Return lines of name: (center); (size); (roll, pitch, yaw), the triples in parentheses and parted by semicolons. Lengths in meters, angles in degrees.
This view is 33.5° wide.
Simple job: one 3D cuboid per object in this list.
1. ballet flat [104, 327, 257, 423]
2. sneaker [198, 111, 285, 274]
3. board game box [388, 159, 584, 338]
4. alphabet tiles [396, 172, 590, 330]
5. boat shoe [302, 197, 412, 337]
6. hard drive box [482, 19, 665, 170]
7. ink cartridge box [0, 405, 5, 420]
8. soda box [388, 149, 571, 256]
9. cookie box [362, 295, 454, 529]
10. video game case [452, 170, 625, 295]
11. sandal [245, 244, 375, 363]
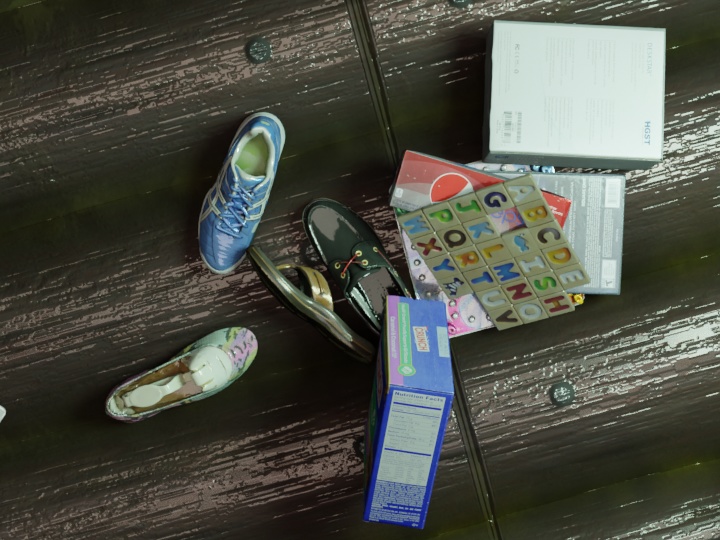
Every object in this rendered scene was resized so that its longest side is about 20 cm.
ballet flat: (-0.215, 0.131, 1.431); (0.200, 0.071, 0.069); (-25, 95, 2)
sneaker: (-0.145, -0.091, 1.406); (0.076, 0.077, 0.201); (16, 97, -4)
board game box: (0.154, -0.031, 1.441); (0.199, 0.026, 0.201); (-15, 96, 1)
alphabet tiles: (0.159, -0.012, 1.364); (0.167, 0.008, 0.200); (-17, 125, 27)
boat shoe: (0.002, -0.002, 1.426); (0.074, 0.063, 0.202); (-35, 94, 5)
hard drive box: (0.245, -0.201, 1.386); (0.199, 0.077, 0.156); (3, 85, 0)
ink cartridge box: (-0.533, 0.225, 1.439); (0.116, 0.067, 0.200); (34, 95, -3)
soda box: (0.135, -0.080, 1.374); (0.199, 0.063, 0.070); (17, 97, -3)
cookie box: (0.051, 0.158, 1.354); (0.075, 0.171, 0.200); (7, 122, -4)
video game case: (0.211, -0.045, 1.418); (0.199, 0.019, 0.143); (2, 96, 0)
sandal: (-0.054, 0.033, 1.422); (0.200, 0.082, 0.055); (39, 78, -3)
